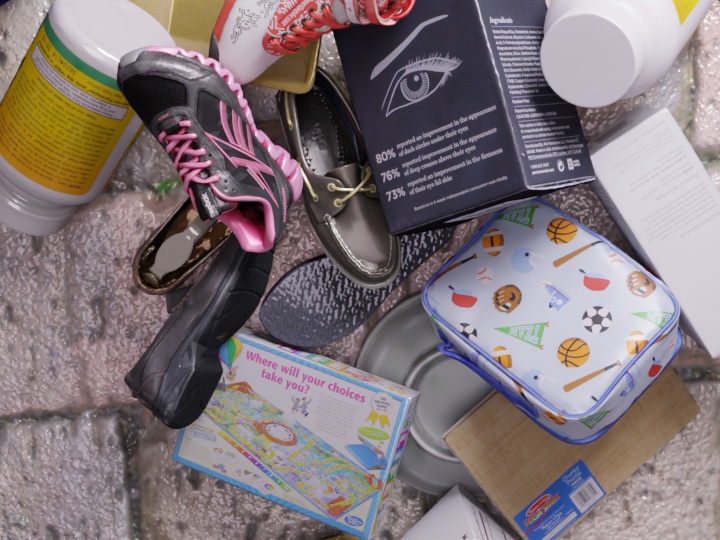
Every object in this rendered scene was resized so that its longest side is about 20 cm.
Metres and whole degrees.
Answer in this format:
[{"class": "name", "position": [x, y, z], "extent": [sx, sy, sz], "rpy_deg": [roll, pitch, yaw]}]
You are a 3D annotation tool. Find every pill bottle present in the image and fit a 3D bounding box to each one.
[{"class": "pill bottle", "position": [-0.246, -0.127, 0.991], "extent": [0.113, 0.113, 0.200], "rpy_deg": [37, 120, -2]}, {"class": "pill bottle", "position": [0.207, -0.199, 0.916], "extent": [0.104, 0.200, 0.105], "rpy_deg": [15, 126, 22]}]

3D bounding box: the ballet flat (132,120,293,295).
[{"class": "ballet flat", "position": [-0.128, -0.050, 1.034], "extent": [0.068, 0.067, 0.200], "rpy_deg": [41, 98, -3]}]

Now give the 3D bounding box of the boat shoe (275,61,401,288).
[{"class": "boat shoe", "position": [-0.019, -0.081, 1.000], "extent": [0.072, 0.060, 0.202], "rpy_deg": [-21, 80, -10]}]

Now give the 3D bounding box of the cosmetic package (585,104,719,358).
[{"class": "cosmetic package", "position": [0.267, -0.035, 0.990], "extent": [0.081, 0.113, 0.200], "rpy_deg": [-34, 96, 8]}]

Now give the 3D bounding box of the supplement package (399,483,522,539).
[{"class": "supplement package", "position": [0.125, 0.307, 1.035], "extent": [0.200, 0.110, 0.114], "rpy_deg": [43, 98, -12]}]

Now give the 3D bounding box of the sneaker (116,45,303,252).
[{"class": "sneaker", "position": [-0.117, -0.088, 0.916], "extent": [0.079, 0.096, 0.200], "rpy_deg": [-18, 134, 31]}]

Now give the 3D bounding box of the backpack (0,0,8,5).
[{"class": "backpack", "position": [-0.380, -0.276, 0.971], "extent": [0.199, 0.163, 0.168], "rpy_deg": [-24, 99, 6]}]

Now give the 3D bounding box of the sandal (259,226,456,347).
[{"class": "sandal", "position": [0.001, 0.000, 1.052], "extent": [0.200, 0.043, 0.076], "rpy_deg": [-34, 102, -2]}]

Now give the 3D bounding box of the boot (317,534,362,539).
[{"class": "boot", "position": [-0.023, 0.326, 1.052], "extent": [0.200, 0.072, 0.155], "rpy_deg": [-33, 98, 41]}]

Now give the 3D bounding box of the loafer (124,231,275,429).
[{"class": "loafer", "position": [-0.140, 0.034, 1.018], "extent": [0.072, 0.073, 0.200], "rpy_deg": [28, 88, 21]}]

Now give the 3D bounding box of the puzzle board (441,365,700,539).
[{"class": "puzzle board", "position": [0.187, 0.134, 1.034], "extent": [0.200, 0.017, 0.151], "rpy_deg": [-40, 109, -5]}]

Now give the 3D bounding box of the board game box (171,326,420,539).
[{"class": "board game box", "position": [-0.060, 0.140, 1.048], "extent": [0.199, 0.034, 0.135], "rpy_deg": [19, 100, 17]}]

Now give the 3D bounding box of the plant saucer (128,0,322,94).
[{"class": "plant saucer", "position": [-0.100, -0.261, 0.987], "extent": [0.199, 0.048, 0.201], "rpy_deg": [14, 100, 25]}]

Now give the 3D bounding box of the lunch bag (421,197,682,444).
[{"class": "lunch bag", "position": [0.153, 0.040, 0.978], "extent": [0.160, 0.076, 0.200], "rpy_deg": [-46, 59, -9]}]

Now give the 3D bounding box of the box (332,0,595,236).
[{"class": "box", "position": [0.079, -0.144, 0.944], "extent": [0.148, 0.104, 0.201], "rpy_deg": [-16, 87, 42]}]

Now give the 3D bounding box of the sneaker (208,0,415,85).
[{"class": "sneaker", "position": [-0.030, -0.202, 0.890], "extent": [0.108, 0.067, 0.202], "rpy_deg": [44, 108, 22]}]

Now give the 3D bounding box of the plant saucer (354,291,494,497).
[{"class": "plant saucer", "position": [0.090, 0.114, 1.054], "extent": [0.199, 0.050, 0.201], "rpy_deg": [0, 98, 4]}]
